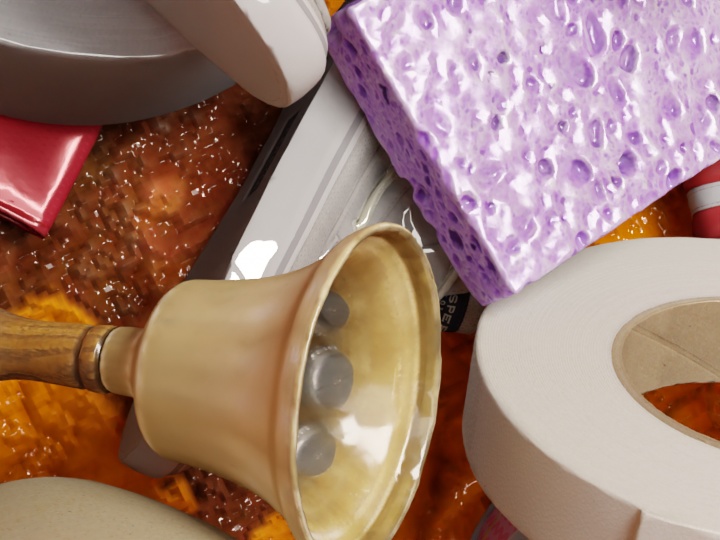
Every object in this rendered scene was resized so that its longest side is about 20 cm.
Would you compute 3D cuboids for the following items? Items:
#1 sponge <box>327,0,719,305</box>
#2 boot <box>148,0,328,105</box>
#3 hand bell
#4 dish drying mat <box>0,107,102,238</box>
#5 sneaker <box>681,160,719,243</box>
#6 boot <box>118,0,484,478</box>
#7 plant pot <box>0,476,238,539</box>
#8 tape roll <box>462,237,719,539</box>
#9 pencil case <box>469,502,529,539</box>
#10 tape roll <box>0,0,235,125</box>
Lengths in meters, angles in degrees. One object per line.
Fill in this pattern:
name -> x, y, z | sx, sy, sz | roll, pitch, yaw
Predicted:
sponge -> 0.092, -0.083, 0.892 | 0.200, 0.030, 0.112 | -32, 95, -26
boot -> -0.053, -0.152, 0.780 | 0.096, 0.074, 0.200 | -38, 84, -16
hand bell -> -0.086, 0.027, 0.795 | 0.104, 0.200, 0.104 | 7, 90, -65
dish drying mat -> -0.103, -0.114, 0.888 | 0.077, 0.018, 0.200 | 27, 72, -13
sneaker -> 0.208, -0.050, 0.982 | 0.200, 0.071, 0.113 | -4, 77, -17
boot -> 0.000, 0.000, 0.879 | 0.096, 0.074, 0.200 | 32, 70, -12
plant pot -> -0.088, 0.141, 0.768 | 0.200, 0.200, 0.135 | -8, 49, -25
tape roll -> 0.133, 0.051, 0.852 | 0.203, 0.203, 0.037 | -6, 121, -24
pencil case -> 0.129, 0.140, 0.904 | 0.200, 0.083, 0.091 | 42, 51, -12
tape roll -> -0.093, -0.153, 0.854 | 0.200, 0.066, 0.200 | 3, 74, -12
